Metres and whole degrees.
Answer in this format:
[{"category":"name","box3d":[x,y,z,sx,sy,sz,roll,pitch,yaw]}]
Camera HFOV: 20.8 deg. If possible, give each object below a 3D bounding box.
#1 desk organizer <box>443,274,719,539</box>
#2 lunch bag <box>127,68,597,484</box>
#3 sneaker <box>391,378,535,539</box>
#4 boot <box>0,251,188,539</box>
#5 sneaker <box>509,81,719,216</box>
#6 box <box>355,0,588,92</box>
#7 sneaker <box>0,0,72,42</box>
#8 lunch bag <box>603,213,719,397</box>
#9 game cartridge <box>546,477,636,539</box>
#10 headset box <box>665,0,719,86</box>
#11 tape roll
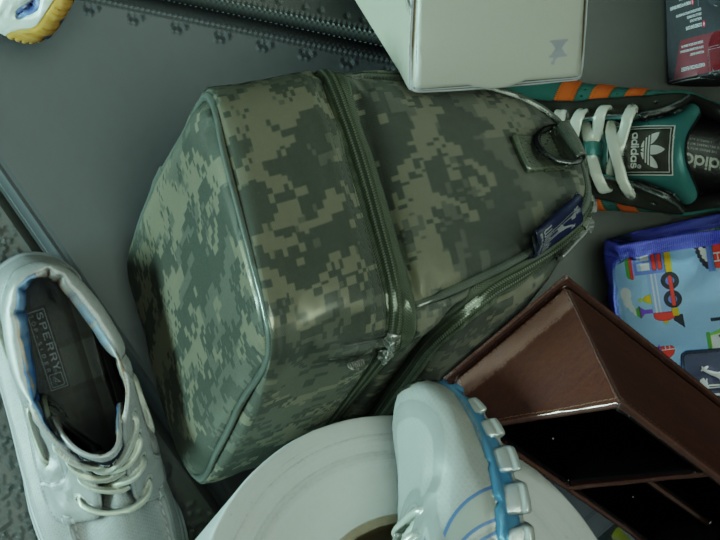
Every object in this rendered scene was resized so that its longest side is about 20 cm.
[{"category":"desk organizer","box3d":[0.134,0.094,0.863,0.072,0.077,0.200,-41,128,18]},{"category":"lunch bag","box3d":[0.000,0.000,0.890,0.167,0.200,0.140,-10,67,-22]},{"category":"sneaker","box3d":[0.025,0.138,0.777,0.086,0.075,0.201,-2,65,-17]},{"category":"boot","box3d":[-0.127,0.089,0.918,0.073,0.096,0.201,-23,96,-11]},{"category":"sneaker","box3d":[0.125,-0.064,0.980,0.199,0.080,0.072,1,91,-13]},{"category":"box","box3d":[0.036,-0.152,0.895,0.082,0.200,0.069,-6,119,-13]},{"category":"sneaker","box3d":[-0.136,-0.210,0.914,0.088,0.075,0.201,30,84,-11]},{"category":"lunch bag","box3d":[0.216,0.044,1.011,0.199,0.094,0.152,-10,98,1]},{"category":"game cartridge","box3d":[0.163,0.148,0.987,0.200,0.041,0.133,41,117,-9]},{"category":"headset box","box3d":[0.207,-0.175,0.963,0.075,0.149,0.201,-2,91,-13]},{"category":"tape roll","box3d":[0.004,0.182,0.870,0.202,0.139,0.204,10,60,-18]}]
